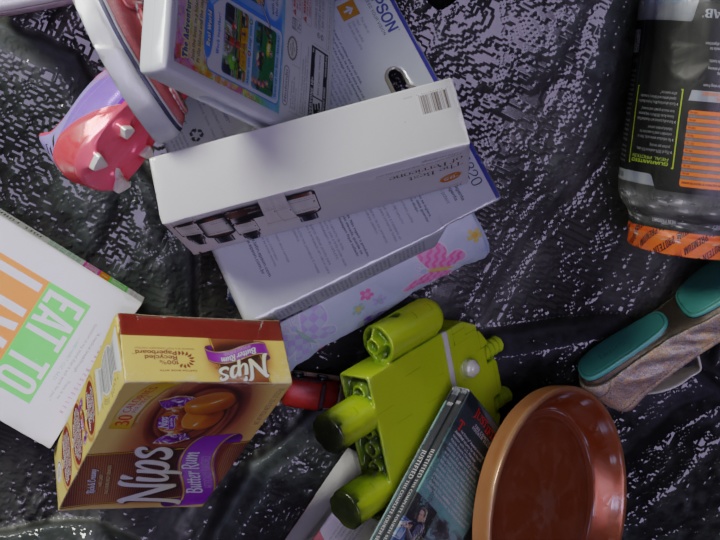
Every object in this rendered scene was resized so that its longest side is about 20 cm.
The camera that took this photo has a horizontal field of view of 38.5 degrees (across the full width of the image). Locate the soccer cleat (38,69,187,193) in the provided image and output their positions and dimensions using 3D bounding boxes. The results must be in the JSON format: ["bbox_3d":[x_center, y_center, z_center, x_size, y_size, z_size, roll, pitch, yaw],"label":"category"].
[{"bbox_3d":[-0.141,-0.142,0.722,0.200,0.076,0.067,-51,149,-10],"label":"soccer cleat"}]

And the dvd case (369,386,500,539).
[{"bbox_3d":[0.066,0.211,0.778,0.146,0.022,0.200,50,61,-34],"label":"dvd case"}]

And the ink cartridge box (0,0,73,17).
[{"bbox_3d":[-0.178,-0.265,0.707,0.199,0.083,0.147,-13,104,-7],"label":"ink cartridge box"}]

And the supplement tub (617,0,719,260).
[{"bbox_3d":[0.264,-0.115,0.789,0.122,0.123,0.201,3,102,-9],"label":"supplement tub"}]

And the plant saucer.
[{"bbox_3d":[0.150,0.192,0.824,0.200,0.032,0.201,-3,94,-46],"label":"plant saucer"}]

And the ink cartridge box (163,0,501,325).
[{"bbox_3d":[-0.030,-0.085,0.749,0.199,0.043,0.197,-25,75,-3],"label":"ink cartridge box"}]

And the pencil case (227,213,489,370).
[{"bbox_3d":[0.000,0.000,0.791,0.200,0.083,0.091,-31,149,-1],"label":"pencil case"}]

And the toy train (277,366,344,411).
[{"bbox_3d":[-0.045,0.096,0.825,0.199,0.046,0.034,10,100,-11],"label":"toy train"}]

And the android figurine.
[{"bbox_3d":[0.050,0.113,0.800,0.200,0.041,0.183,-23,108,-41],"label":"android figurine"}]

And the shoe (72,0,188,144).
[{"bbox_3d":[-0.135,-0.186,0.643,0.091,0.071,0.201,-26,93,-2],"label":"shoe"}]

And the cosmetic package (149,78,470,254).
[{"bbox_3d":[-0.029,-0.065,0.682,0.199,0.083,0.051,-15,78,2],"label":"cosmetic package"}]

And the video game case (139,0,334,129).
[{"bbox_3d":[-0.070,-0.195,0.661,0.024,0.182,0.201,-2,81,29],"label":"video game case"}]

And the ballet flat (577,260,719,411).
[{"bbox_3d":[0.273,0.050,0.846,0.200,0.068,0.067,-37,112,21],"label":"ballet flat"}]

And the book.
[{"bbox_3d":[-0.283,0.024,0.777,0.200,0.048,0.134,32,94,-11],"label":"book"}]

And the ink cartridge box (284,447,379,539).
[{"bbox_3d":[0.043,0.254,0.863,0.200,0.068,0.117,34,95,-13],"label":"ink cartridge box"}]

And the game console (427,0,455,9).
[{"bbox_3d":[-0.023,-0.253,0.657,0.116,0.176,0.200,-35,87,-11],"label":"game console"}]

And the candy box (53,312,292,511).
[{"bbox_3d":[-0.141,0.107,0.737,0.116,0.057,0.200,5,142,-28],"label":"candy box"}]
